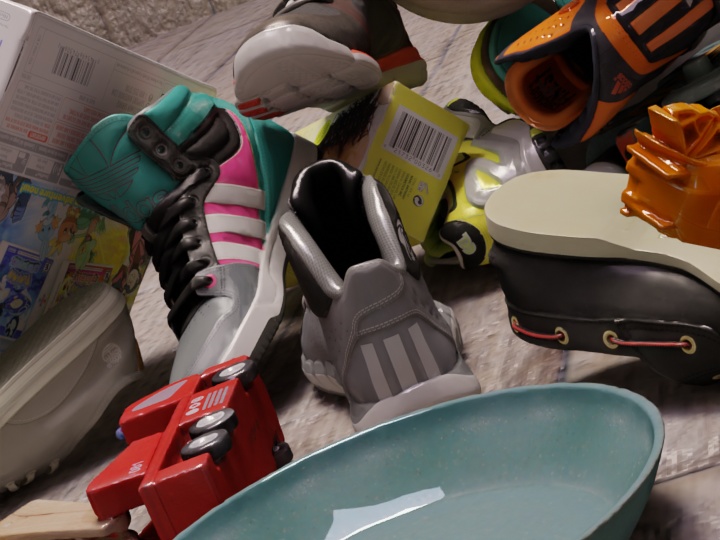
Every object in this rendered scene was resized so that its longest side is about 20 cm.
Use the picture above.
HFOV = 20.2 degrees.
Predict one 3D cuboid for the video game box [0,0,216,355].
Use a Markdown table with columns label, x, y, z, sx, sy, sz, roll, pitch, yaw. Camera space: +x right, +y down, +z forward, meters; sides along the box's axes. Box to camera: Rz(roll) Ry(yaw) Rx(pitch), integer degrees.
| label | x | y | z | sx | sy | sz | roll | pitch | yaw |
| --- | --- | --- | --- | --- | --- | --- | --- | --- | --- |
| video game box | -0.166 | -0.035 | 1.059 | 0.047 | 0.183 | 0.200 | 21 | 1 | 23 |

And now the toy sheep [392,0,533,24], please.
| label | x | y | z | sx | sy | sz | roll | pitch | yaw |
| --- | --- | --- | --- | --- | --- | --- | --- | --- | --- |
| toy sheep | 0.056 | -0.192 | 1.054 | 0.137 | 0.139 | 0.200 | -22 | -2 | 1 |

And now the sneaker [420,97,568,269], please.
| label | x | y | z | sx | sy | sz | roll | pitch | yaw |
| --- | --- | --- | --- | --- | --- | --- | --- | --- | --- |
| sneaker | 0.051 | -0.044 | 1.102 | 0.076 | 0.076 | 0.200 | -35 | 9 | -9 |

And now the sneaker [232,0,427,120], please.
| label | x | y | z | sx | sy | sz | roll | pitch | yaw |
| --- | --- | --- | --- | --- | --- | --- | --- | --- | --- |
| sneaker | -0.025 | -0.127 | 1.051 | 0.077 | 0.083 | 0.200 | -16 | -1 | 15 |

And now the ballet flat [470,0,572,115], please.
| label | x | y | z | sx | sy | sz | roll | pitch | yaw |
| --- | --- | --- | --- | --- | --- | --- | --- | --- | --- |
| ballet flat | 0.101 | -0.123 | 1.126 | 0.067 | 0.067 | 0.200 | -48 | 3 | 39 |

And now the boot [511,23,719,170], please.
| label | x | y | z | sx | sy | sz | roll | pitch | yaw |
| --- | --- | --- | --- | --- | --- | --- | --- | --- | --- |
| boot | 0.173 | -0.109 | 1.153 | 0.199 | 0.073 | 0.090 | -19 | 19 | 17 |

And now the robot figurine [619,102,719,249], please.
| label | x | y | z | sx | sy | sz | roll | pitch | yaw |
| --- | --- | --- | --- | --- | --- | --- | --- | --- | --- |
| robot figurine | 0.200 | -0.029 | 0.697 | 0.199 | 0.059 | 0.145 | -11 | 33 | -24 |

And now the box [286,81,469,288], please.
| label | x | y | z | sx | sy | sz | roll | pitch | yaw |
| --- | --- | --- | --- | --- | --- | --- | --- | --- | --- |
| box | -0.014 | -0.042 | 1.105 | 0.200 | 0.050 | 0.076 | -21 | 45 | 65 |

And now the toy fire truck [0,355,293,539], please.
| label | x | y | z | sx | sy | sz | roll | pitch | yaw |
| --- | --- | --- | --- | --- | --- | --- | --- | --- | --- |
| toy fire truck | -0.107 | 0.104 | 0.822 | 0.140 | 0.049 | 0.200 | -21 | 13 | 9 |

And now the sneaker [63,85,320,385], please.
| label | x | y | z | sx | sy | sz | roll | pitch | yaw |
| --- | --- | --- | --- | --- | --- | --- | --- | --- | --- |
| sneaker | -0.094 | -0.020 | 1.007 | 0.084 | 0.120 | 0.201 | -47 | 21 | 40 |

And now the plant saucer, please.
| label | x | y | z | sx | sy | sz | roll | pitch | yaw |
| --- | --- | --- | --- | --- | --- | --- | --- | --- | --- |
| plant saucer | 0.013 | 0.098 | 0.680 | 0.199 | 0.036 | 0.200 | -21 | 13 | 5 |

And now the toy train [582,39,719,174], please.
| label | x | y | z | sx | sy | sz | roll | pitch | yaw |
| --- | --- | --- | --- | --- | --- | --- | --- | --- | --- |
| toy train | 0.183 | -0.074 | 1.005 | 0.114 | 0.086 | 0.200 | -26 | 9 | 45 |

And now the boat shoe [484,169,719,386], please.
| label | x | y | z | sx | sy | sz | roll | pitch | yaw |
| --- | --- | --- | --- | --- | --- | --- | --- | --- | --- |
| boat shoe | 0.137 | 0.007 | 0.773 | 0.200 | 0.064 | 0.074 | 10 | 33 | 39 |

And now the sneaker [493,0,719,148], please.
| label | x | y | z | sx | sy | sz | roll | pitch | yaw |
| --- | --- | --- | --- | --- | --- | --- | --- | --- | --- |
| sneaker | 0.115 | -0.117 | 1.003 | 0.112 | 0.078 | 0.200 | -38 | 0 | 0 |

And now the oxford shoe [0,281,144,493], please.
| label | x | y | z | sx | sy | sz | roll | pitch | yaw |
| --- | --- | --- | --- | --- | --- | --- | --- | --- | --- |
| oxford shoe | -0.183 | 0.089 | 1.005 | 0.200 | 0.058 | 0.075 | -42 | 22 | -15 |

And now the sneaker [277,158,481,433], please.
| label | x | y | z | sx | sy | sz | roll | pitch | yaw |
| --- | --- | --- | --- | --- | --- | --- | --- | --- | --- |
| sneaker | 0.000 | 0.000 | 0.911 | 0.075 | 0.116 | 0.200 | -23 | 14 | -7 |
